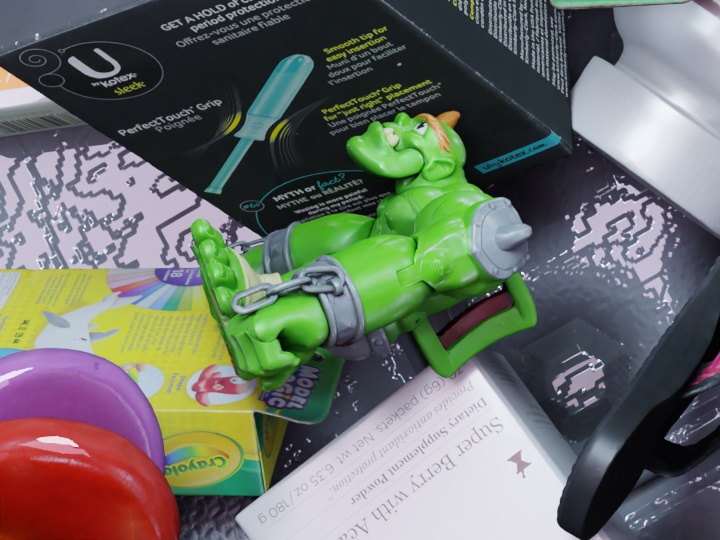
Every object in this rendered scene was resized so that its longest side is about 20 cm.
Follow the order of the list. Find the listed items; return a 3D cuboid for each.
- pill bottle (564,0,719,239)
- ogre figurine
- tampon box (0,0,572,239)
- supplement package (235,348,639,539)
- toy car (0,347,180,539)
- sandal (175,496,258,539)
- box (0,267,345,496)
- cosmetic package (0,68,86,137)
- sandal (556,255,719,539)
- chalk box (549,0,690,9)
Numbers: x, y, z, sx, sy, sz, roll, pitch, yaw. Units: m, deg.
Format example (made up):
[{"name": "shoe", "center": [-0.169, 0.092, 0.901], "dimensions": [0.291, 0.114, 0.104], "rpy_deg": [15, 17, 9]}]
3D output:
[{"name": "pill bottle", "center": [0.173, -0.118, 1.224], "dimensions": [0.109, 0.110, 0.200], "rpy_deg": [36, 93, 11]}, {"name": "ogre figurine", "center": [0.000, 0.000, 1.155], "dimensions": [0.119, 0.200, 0.099], "rpy_deg": [-19, 76, -5]}, {"name": "tampon box", "center": [-0.028, -0.118, 1.183], "dimensions": [0.149, 0.200, 0.127], "rpy_deg": [-17, 60, 29]}, {"name": "supplement package", "center": [0.063, 0.145, 1.221], "dimensions": [0.121, 0.120, 0.200], "rpy_deg": [-38, 81, 5]}, {"name": "toy car", "center": [-0.135, 0.101, 1.129], "dimensions": [0.175, 0.200, 0.150], "rpy_deg": [32, 104, -23]}, {"name": "sandal", "center": [-0.132, 0.100, 1.306], "dimensions": [0.199, 0.043, 0.077], "rpy_deg": [2, 79, 20]}, {"name": "box", "center": [-0.102, 0.045, 1.262], "dimensions": [0.199, 0.118, 0.049], "rpy_deg": [-2, 121, 12]}, {"name": "cosmetic package", "center": [-0.149, -0.164, 1.307], "dimensions": [0.101, 0.071, 0.201], "rpy_deg": [-8, 84, 10]}, {"name": "sandal", "center": [0.136, 0.051, 1.192], "dimensions": [0.045, 0.200, 0.075], "rpy_deg": [24, 127, 15]}, {"name": "chalk box", "center": [0.116, -0.191, 1.144], "dimensions": [0.124, 0.124, 0.201], "rpy_deg": [0, 75, 28]}]
